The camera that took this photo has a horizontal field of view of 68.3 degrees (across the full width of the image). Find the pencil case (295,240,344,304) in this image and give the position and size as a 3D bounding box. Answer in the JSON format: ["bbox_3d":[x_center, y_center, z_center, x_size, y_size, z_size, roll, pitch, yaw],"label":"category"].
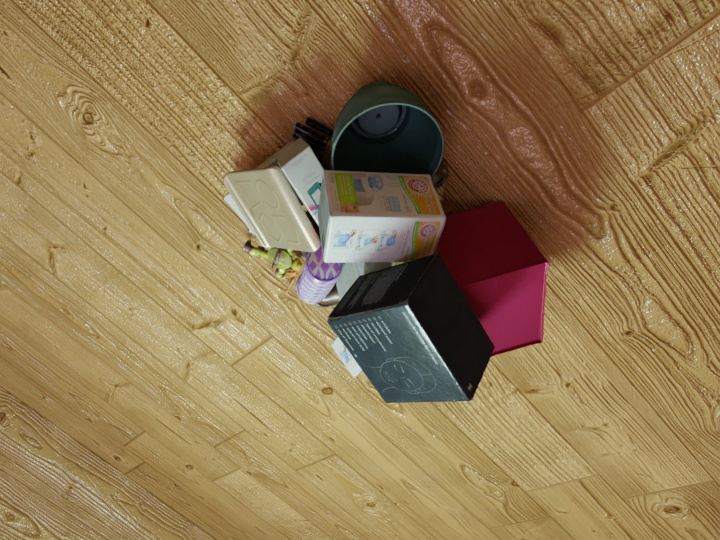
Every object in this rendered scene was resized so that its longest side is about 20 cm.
[{"bbox_3d":[-0.093,0.009,1.138,0.081,0.089,0.200,-9,164,-18],"label":"pencil case"}]

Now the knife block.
[{"bbox_3d":[-0.035,-0.233,1.041,0.194,0.065,0.179,-10,124,29],"label":"knife block"}]

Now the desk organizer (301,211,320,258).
[{"bbox_3d":[-0.040,-0.092,1.146,0.193,0.079,0.072,-10,143,18],"label":"desk organizer"}]

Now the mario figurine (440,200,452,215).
[{"bbox_3d":[0.130,-0.066,1.122,0.103,0.125,0.205,-6,131,-29],"label":"mario figurine"}]

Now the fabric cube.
[{"bbox_3d":[0.224,0.023,1.010,0.192,0.202,0.201,-14,128,-4],"label":"fabric cube"}]

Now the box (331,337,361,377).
[{"bbox_3d":[0.032,0.147,1.273,0.102,0.111,0.201,50,134,14],"label":"box"}]

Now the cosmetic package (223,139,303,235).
[{"bbox_3d":[-0.185,-0.175,1.137,0.196,0.082,0.114,-26,114,37],"label":"cosmetic package"}]

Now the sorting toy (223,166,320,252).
[{"bbox_3d":[-0.177,-0.124,1.068,0.196,0.037,0.189,5,132,48],"label":"sorting toy"}]

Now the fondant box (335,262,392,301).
[{"bbox_3d":[0.000,0.000,1.067,0.056,0.148,0.202,-3,146,-19],"label":"fondant box"}]

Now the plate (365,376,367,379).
[{"bbox_3d":[0.085,0.189,1.271,0.026,0.197,0.201,51,133,15],"label":"plate"}]

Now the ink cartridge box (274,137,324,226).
[{"bbox_3d":[-0.077,-0.140,1.004,0.066,0.117,0.203,-34,116,-1],"label":"ink cartridge box"}]

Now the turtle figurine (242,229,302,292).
[{"bbox_3d":[-0.203,-0.033,1.272,0.157,0.065,0.203,27,133,-2],"label":"turtle figurine"}]

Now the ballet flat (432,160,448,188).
[{"bbox_3d":[0.085,-0.162,1.055,0.194,0.068,0.047,-19,120,26],"label":"ballet flat"}]

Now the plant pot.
[{"bbox_3d":[0.038,-0.242,0.935,0.192,0.138,0.204,-6,139,-5],"label":"plant pot"}]

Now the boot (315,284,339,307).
[{"bbox_3d":[-0.039,0.008,1.240,0.180,0.066,0.203,15,136,-9],"label":"boot"}]

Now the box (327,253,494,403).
[{"bbox_3d":[0.083,0.105,0.883,0.193,0.125,0.203,-14,118,48],"label":"box"}]

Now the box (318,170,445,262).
[{"bbox_3d":[0.031,-0.090,0.902,0.192,0.115,0.103,0,138,-13],"label":"box"}]

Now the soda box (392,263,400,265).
[{"bbox_3d":[0.050,-0.025,1.097,0.062,0.069,0.204,-5,137,-19],"label":"soda box"}]
